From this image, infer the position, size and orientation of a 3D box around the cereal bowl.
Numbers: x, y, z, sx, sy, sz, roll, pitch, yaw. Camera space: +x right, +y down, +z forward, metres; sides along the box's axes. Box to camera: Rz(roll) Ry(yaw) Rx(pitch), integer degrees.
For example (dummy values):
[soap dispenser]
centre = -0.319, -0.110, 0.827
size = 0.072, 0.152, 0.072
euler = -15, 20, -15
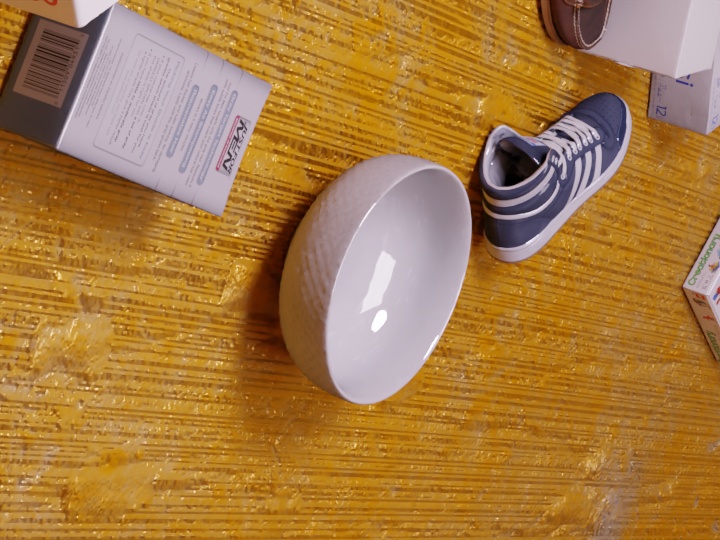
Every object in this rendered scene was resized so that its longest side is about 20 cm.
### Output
[cereal bowl]
centre = 0.000, 0.000, 1.777
size = 0.200, 0.083, 0.201
euler = -36, 136, -44

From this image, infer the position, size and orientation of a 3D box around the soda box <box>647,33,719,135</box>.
[soda box]
centre = 0.327, -0.236, 2.189
size = 0.063, 0.068, 0.200
euler = -35, 135, -45

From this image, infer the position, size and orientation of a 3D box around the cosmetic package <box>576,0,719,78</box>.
[cosmetic package]
centre = 0.271, -0.282, 2.027
size = 0.085, 0.107, 0.201
euler = -21, 127, -54

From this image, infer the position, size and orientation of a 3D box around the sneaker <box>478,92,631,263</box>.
[sneaker]
centre = 0.172, -0.108, 2.009
size = 0.200, 0.070, 0.109
euler = -50, 148, -25

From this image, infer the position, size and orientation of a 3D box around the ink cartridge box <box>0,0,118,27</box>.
[ink cartridge box]
centre = -0.175, -0.241, 1.286
size = 0.125, 0.128, 0.200
euler = -43, 141, -38

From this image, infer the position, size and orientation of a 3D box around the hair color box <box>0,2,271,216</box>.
[hair color box]
centre = -0.145, -0.109, 1.490
size = 0.200, 0.061, 0.099
euler = 23, 89, -60

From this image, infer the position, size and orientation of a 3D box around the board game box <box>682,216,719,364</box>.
[board game box]
centre = 0.419, 0.015, 2.532
size = 0.126, 0.035, 0.200
euler = -59, 149, -15

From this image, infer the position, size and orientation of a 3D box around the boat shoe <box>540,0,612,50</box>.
[boat shoe]
centre = 0.194, -0.264, 1.948
size = 0.070, 0.070, 0.200
euler = -51, 147, -30
